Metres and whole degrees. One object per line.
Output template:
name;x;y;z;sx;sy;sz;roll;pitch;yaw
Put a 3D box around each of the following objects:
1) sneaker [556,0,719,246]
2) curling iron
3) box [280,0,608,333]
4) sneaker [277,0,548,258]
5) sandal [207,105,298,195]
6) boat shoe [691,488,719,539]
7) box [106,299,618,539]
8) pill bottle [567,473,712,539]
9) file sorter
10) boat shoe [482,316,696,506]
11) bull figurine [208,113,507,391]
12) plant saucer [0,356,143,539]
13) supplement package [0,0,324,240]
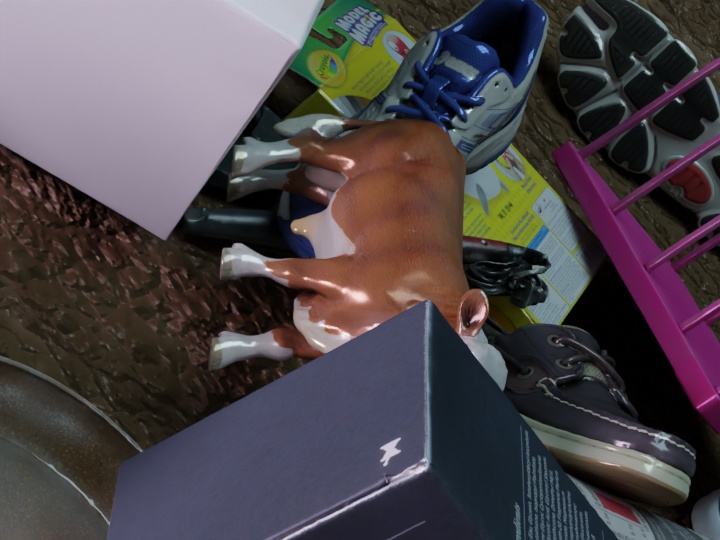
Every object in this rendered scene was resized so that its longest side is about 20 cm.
sneaker;0.191;-0.087;1.646;0.200;0.081;0.083;47;14;-16
curling iron;0.006;-0.013;1.313;0.200;0.026;0.050;11;13;-23
box;0.034;-0.049;1.414;0.200;0.048;0.117;49;31;-4
sneaker;0.026;-0.073;1.304;0.075;0.088;0.200;30;41;8
sandal;-0.100;-0.100;1.300;0.200;0.048;0.075;31;35;-25
boat shoe;0.256;0.184;1.411;0.200;0.068;0.072;51;31;5
box;0.018;0.139;1.035;0.200;0.148;0.107;52;21;-27
pill bottle;0.081;0.146;1.188;0.200;0.116;0.116;27;37;-32
file sorter;0.217;0.002;1.443;0.139;0.125;0.200;46;14;-46
boat shoe;0.086;0.055;1.243;0.072;0.065;0.200;31;-6;-31
bull figurine;0.000;0.000;1.167;0.121;0.065;0.200;6;36;-4
plant saucer;-0.129;0.120;1.032;0.200;0.032;0.200;35;33;-27
supplement package;-0.089;-0.156;1.216;0.152;0.151;0.200;31;47;-8
